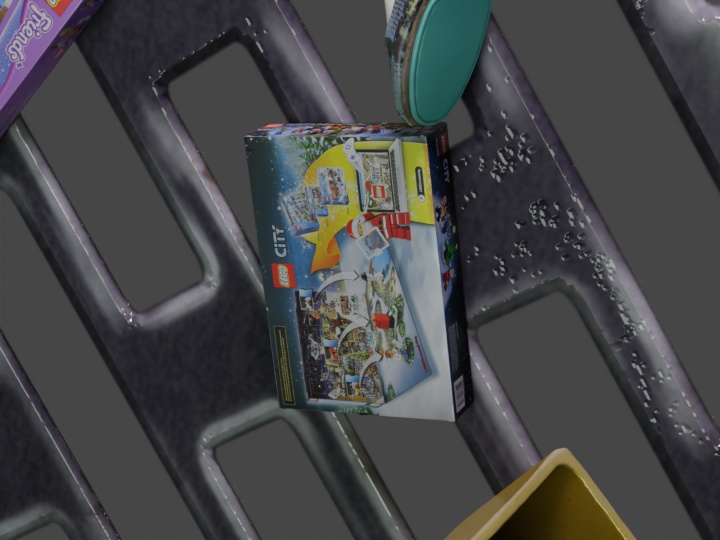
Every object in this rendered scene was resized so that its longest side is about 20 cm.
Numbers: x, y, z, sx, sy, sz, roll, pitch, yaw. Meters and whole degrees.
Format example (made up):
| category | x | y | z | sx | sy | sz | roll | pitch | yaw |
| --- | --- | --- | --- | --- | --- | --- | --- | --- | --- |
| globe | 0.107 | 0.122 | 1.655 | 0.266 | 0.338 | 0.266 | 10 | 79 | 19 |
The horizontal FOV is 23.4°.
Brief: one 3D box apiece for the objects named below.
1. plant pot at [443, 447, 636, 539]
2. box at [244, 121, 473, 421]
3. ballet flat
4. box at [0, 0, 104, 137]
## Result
| category | x | y | z | sx | sy | sz | roll | pitch | yaw |
| --- | --- | --- | --- | --- | --- | --- | --- | --- | --- |
| plant pot | 0.085 | 0.274 | 1.159 | 0.200 | 0.195 | 0.194 | -37 | 89 | 41 |
| box | 0.000 | 0.000 | 1.182 | 0.136 | 0.038 | 0.200 | 3 | 109 | 26 |
| ballet flat | 0.049 | -0.190 | 1.081 | 0.074 | 0.074 | 0.200 | 24 | 116 | 18 |
| box | -0.281 | -0.185 | 1.258 | 0.137 | 0.039 | 0.200 | 48 | 122 | 5 |
